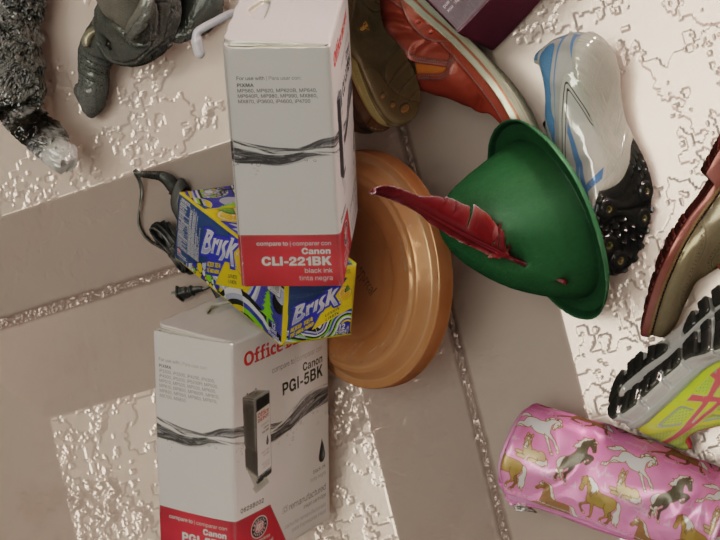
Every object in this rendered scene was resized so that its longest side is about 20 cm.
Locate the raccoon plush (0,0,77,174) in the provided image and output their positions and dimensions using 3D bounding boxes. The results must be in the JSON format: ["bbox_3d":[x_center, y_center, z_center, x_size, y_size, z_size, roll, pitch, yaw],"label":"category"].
[{"bbox_3d":[-0.290,-0.197,1.834,0.200,0.097,0.134,41,96,9],"label":"raccoon plush"}]

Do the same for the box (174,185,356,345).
[{"bbox_3d":[-0.080,-0.008,1.672,0.200,0.070,0.065,37,129,52],"label":"box"}]

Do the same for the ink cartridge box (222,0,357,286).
[{"bbox_3d":[-0.051,-0.108,1.562,0.083,0.145,0.201,-1,117,6],"label":"ink cartridge box"}]

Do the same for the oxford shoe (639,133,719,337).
[{"bbox_3d":[0.287,-0.026,1.616,0.074,0.070,0.201,26,107,1],"label":"oxford shoe"}]

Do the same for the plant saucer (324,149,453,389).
[{"bbox_3d":[0.000,0.000,1.693,0.200,0.032,0.202,12,106,49],"label":"plant saucer"}]

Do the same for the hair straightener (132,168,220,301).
[{"bbox_3d":[-0.149,-0.008,1.794,0.077,0.041,0.200,-43,76,15],"label":"hair straightener"}]

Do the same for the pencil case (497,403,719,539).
[{"bbox_3d":[0.212,0.176,1.633,0.199,0.083,0.087,17,112,20],"label":"pencil case"}]

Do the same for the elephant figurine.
[{"bbox_3d":[-0.191,-0.245,1.783,0.141,0.155,0.201,-12,96,-13],"label":"elephant figurine"}]

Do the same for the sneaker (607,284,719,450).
[{"bbox_3d":[0.291,0.074,1.596,0.090,0.078,0.200,37,129,-17],"label":"sneaker"}]

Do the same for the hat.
[{"bbox_3d":[0.078,-0.017,1.598,0.175,0.165,0.201,-26,110,-19],"label":"hat"}]

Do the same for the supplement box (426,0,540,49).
[{"bbox_3d":[0.058,-0.286,1.681,0.086,0.110,0.200,-46,74,12],"label":"supplement box"}]

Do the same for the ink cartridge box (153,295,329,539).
[{"bbox_3d":[-0.096,0.130,1.688,0.082,0.147,0.201,9,108,31],"label":"ink cartridge box"}]

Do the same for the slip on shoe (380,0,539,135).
[{"bbox_3d":[0.076,-0.167,1.693,0.061,0.074,0.200,-47,68,5],"label":"slip on shoe"}]

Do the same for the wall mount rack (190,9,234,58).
[{"bbox_3d":[-0.071,-0.129,1.712,0.074,0.200,0.175,-31,116,-16],"label":"wall mount rack"}]

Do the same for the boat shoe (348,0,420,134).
[{"bbox_3d":[-0.021,-0.206,1.671,0.067,0.072,0.201,-19,95,44],"label":"boat shoe"}]

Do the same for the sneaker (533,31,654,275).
[{"bbox_3d":[0.189,-0.095,1.661,0.072,0.072,0.202,-8,93,55],"label":"sneaker"}]
